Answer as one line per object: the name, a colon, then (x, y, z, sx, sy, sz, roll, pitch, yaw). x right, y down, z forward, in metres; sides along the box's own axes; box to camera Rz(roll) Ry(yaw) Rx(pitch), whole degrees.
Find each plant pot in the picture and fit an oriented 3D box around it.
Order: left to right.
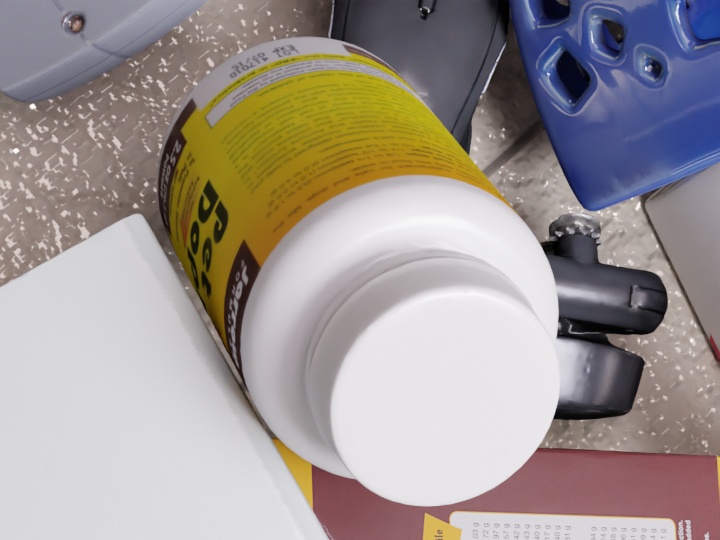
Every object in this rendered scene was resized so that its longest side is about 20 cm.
plant pot: (0.161, -0.163, 1.043, 0.200, 0.200, 0.180, -37, 97, -42)

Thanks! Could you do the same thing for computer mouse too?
computer mouse: (0.000, -0.120, 1.062, 0.140, 0.046, 0.200, 24, 56, -2)

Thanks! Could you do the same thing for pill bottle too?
pill bottle: (0.000, 0.000, 0.912, 0.109, 0.200, 0.110, -7, 116, -14)

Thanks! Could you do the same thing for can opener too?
can opener: (0.029, 0.004, 1.052, 0.199, 0.063, 0.079, 14, 71, -16)

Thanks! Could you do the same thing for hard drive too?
hard drive: (-0.082, 0.098, 0.878, 0.132, 0.026, 0.200, -29, 77, -7)

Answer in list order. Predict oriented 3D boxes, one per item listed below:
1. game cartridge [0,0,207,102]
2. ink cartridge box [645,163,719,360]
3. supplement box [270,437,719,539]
game cartridge: (-0.088, -0.165, 1.000, 0.200, 0.041, 0.133, -42, 68, 13)
ink cartridge box: (0.246, -0.012, 1.124, 0.200, 0.083, 0.147, -23, 83, -24)
supplement box: (0.036, 0.173, 0.968, 0.199, 0.133, 0.198, 4, 74, -19)
